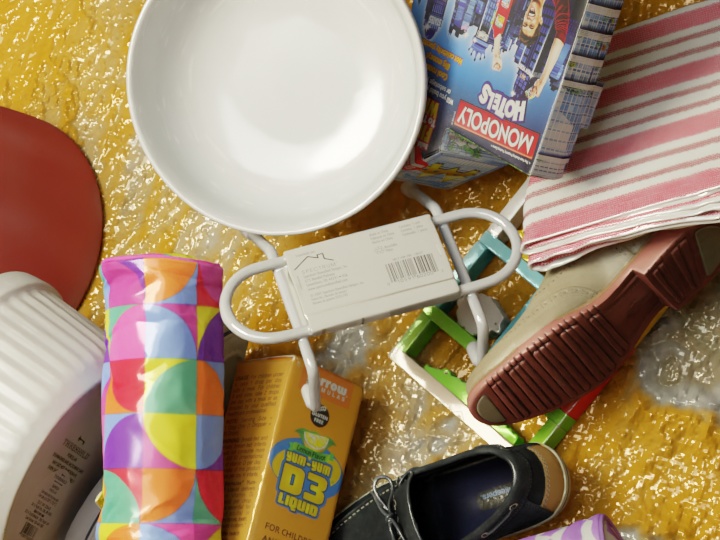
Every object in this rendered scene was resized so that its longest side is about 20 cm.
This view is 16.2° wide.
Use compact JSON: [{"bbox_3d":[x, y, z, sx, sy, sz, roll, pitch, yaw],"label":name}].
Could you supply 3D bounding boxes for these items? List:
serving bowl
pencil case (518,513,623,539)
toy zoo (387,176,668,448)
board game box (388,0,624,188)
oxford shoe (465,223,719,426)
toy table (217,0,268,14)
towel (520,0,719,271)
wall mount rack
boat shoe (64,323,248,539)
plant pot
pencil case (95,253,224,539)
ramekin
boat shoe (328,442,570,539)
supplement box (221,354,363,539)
[{"bbox_3d":[-0.049,-0.125,1.660,0.199,0.066,0.201,1,96,13],"label":"serving bowl"},{"bbox_3d":[0.086,0.217,1.582,0.199,0.085,0.084,-21,88,15],"label":"pencil case"},{"bbox_3d":[0.126,0.018,1.662,0.131,0.020,0.200,40,93,28],"label":"toy zoo"},{"bbox_3d":[0.092,-0.133,1.632,0.200,0.061,0.201,35,112,53],"label":"board game box"},{"bbox_3d":[0.141,0.020,1.611,0.200,0.071,0.075,-38,47,-1],"label":"oxford shoe"},{"bbox_3d":[-0.081,-0.248,1.781,0.183,0.117,0.201,-16,68,20],"label":"toy table"},{"bbox_3d":[0.179,-0.090,1.622,0.146,0.030,0.201,-15,41,26],"label":"towel"},{"bbox_3d":[0.000,0.000,1.650,0.199,0.075,0.174,-14,53,-9],"label":"wall mount rack"},{"bbox_3d":[-0.117,0.132,1.705,0.086,0.075,0.202,33,92,28],"label":"boat shoe"},{"bbox_3d":[-0.308,-0.043,1.785,0.200,0.177,0.201,-7,71,22],"label":"plant pot"},{"bbox_3d":[-0.131,0.089,1.623,0.088,0.088,0.201,0,82,24],"label":"pencil case"},{"bbox_3d":[-0.231,0.112,1.698,0.105,0.200,0.201,29,87,18],"label":"ramekin"},{"bbox_3d":[0.039,0.159,1.625,0.199,0.062,0.075,-25,67,29],"label":"boat shoe"},{"bbox_3d":[-0.061,0.159,1.656,0.069,0.066,0.201,-13,59,51],"label":"supplement box"}]
